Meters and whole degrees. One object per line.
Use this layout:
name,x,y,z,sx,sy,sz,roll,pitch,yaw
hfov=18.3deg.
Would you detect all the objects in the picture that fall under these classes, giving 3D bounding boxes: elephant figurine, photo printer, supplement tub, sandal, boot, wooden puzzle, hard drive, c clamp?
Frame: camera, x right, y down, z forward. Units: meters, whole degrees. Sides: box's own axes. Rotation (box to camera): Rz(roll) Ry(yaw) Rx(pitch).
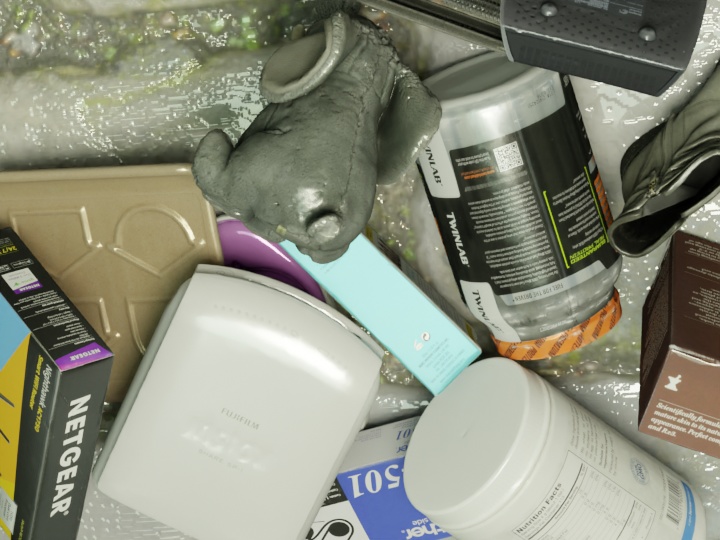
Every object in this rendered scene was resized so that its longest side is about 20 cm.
elephant figurine,-0.019,-0.116,1.506,0.155,0.142,0.201,27,82,20
photo printer,-0.084,0.101,1.625,0.166,0.070,0.201,26,112,-3
supplement tub,0.112,-0.046,1.581,0.122,0.123,0.201,-15,108,14
sandal,-0.053,0.046,1.681,0.082,0.050,0.203,-28,105,17
boot,0.252,-0.092,1.537,0.068,0.131,0.200,41,111,-9
wooden puzzle,-0.180,0.007,1.679,0.184,0.046,0.201,-1,116,20
hard drive,0.162,-0.194,1.481,0.134,0.201,0.042,14,134,2
supplement tub,0.143,0.165,1.626,0.200,0.132,0.132,35,114,-28
c clamp,0.090,-0.170,1.536,0.199,0.171,0.027,21,111,15

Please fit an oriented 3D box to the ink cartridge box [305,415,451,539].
ink cartridge box,-0.011,0.176,1.716,0.199,0.044,0.094,-16,126,14

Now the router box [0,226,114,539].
router box,-0.253,0.091,1.658,0.149,0.051,0.201,46,138,32

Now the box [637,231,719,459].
box,0.251,0.054,1.557,0.100,0.200,0.075,19,113,0

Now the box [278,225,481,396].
box,0.000,0.000,1.629,0.200,0.082,0.049,44,96,-7
